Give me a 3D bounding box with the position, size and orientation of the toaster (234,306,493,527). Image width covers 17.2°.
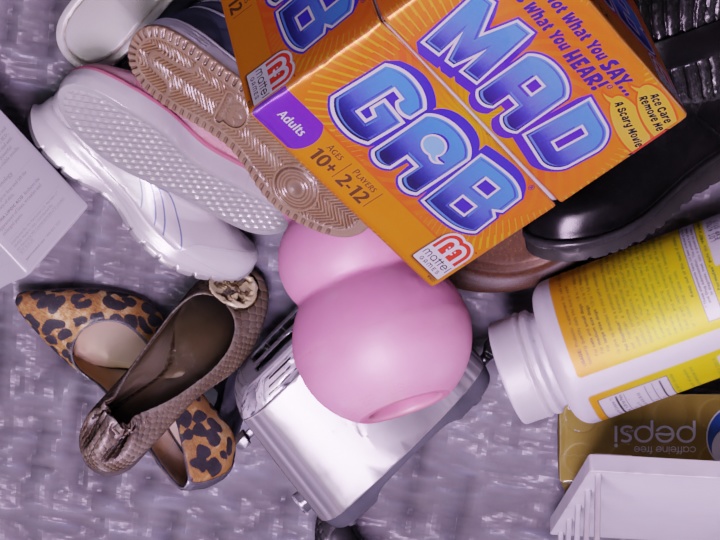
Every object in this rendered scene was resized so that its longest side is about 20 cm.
[{"bbox_3d":[0.001,0.079,1.742,0.200,0.114,0.129,-44,102,2],"label":"toaster"}]

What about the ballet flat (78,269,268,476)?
[{"bbox_3d":[-0.135,0.066,1.732,0.067,0.200,0.046,32,153,19],"label":"ballet flat"}]

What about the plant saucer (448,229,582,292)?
[{"bbox_3d":[0.103,-0.067,1.679,0.199,0.037,0.201,-3,116,-6],"label":"plant saucer"}]

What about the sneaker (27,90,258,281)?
[{"bbox_3d":[-0.146,-0.070,1.725,0.200,0.075,0.087,41,105,-16],"label":"sneaker"}]

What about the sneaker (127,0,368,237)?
[{"bbox_3d":[-0.052,-0.112,1.598,0.200,0.108,0.070,40,125,4],"label":"sneaker"}]

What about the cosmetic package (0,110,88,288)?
[{"bbox_3d":[-0.306,-0.082,1.713,0.200,0.081,0.113,46,147,-15],"label":"cosmetic package"}]

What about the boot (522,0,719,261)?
[{"bbox_3d":[0.178,-0.117,1.610,0.211,0.079,0.158,-33,119,-22],"label":"boot"}]

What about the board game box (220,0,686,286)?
[{"bbox_3d":[0.049,-0.159,1.501,0.199,0.201,0.200,-34,132,17],"label":"board game box"}]

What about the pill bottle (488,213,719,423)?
[{"bbox_3d":[0.196,0.040,1.696,0.199,0.109,0.110,-21,112,11],"label":"pill bottle"}]

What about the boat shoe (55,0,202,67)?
[{"bbox_3d":[-0.126,-0.212,1.648,0.075,0.062,0.200,43,96,-1],"label":"boat shoe"}]

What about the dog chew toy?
[{"bbox_3d":[0.000,0.000,1.632,0.124,0.124,0.201,-22,76,18],"label":"dog chew toy"}]

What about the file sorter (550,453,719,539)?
[{"bbox_3d":[0.217,0.219,1.720,0.138,0.125,0.200,4,161,-2],"label":"file sorter"}]

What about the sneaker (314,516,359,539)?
[{"bbox_3d":[0.020,0.265,1.880,0.087,0.076,0.201,-14,121,2],"label":"sneaker"}]

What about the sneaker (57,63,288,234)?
[{"bbox_3d":[-0.119,-0.114,1.668,0.200,0.105,0.075,30,150,-30],"label":"sneaker"}]

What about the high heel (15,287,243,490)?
[{"bbox_3d":[-0.178,0.085,1.765,0.199,0.143,0.072,25,121,-5],"label":"high heel"}]

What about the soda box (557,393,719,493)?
[{"bbox_3d":[0.246,0.129,1.756,0.199,0.064,0.068,-1,77,9],"label":"soda box"}]
